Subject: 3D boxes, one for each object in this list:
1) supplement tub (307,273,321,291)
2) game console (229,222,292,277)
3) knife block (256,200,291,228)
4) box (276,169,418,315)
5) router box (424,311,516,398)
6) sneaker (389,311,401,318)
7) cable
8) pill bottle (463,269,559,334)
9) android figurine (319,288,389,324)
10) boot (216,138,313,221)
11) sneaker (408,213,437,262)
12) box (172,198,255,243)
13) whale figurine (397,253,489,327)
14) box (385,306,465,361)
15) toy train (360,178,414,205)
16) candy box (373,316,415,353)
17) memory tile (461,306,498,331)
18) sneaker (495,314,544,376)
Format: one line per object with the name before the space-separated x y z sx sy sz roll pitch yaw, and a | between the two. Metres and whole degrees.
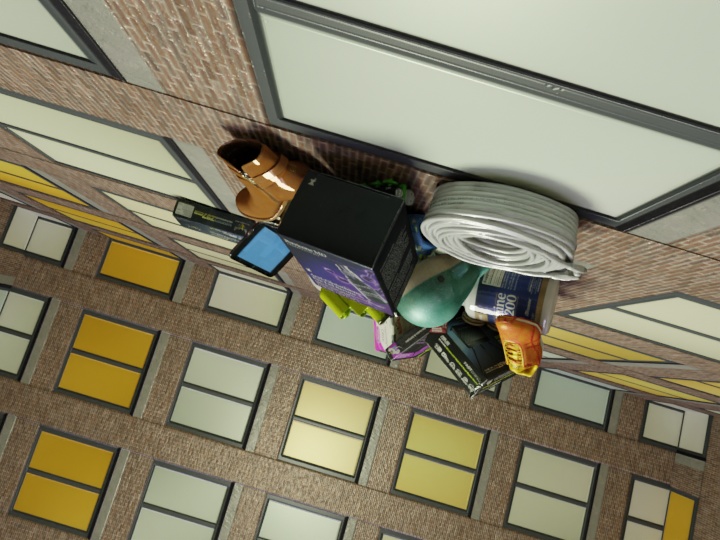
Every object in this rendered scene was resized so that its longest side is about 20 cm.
supplement tub | -0.029 -0.002 1.114 0.143 0.146 0.200 15 170 11
game console | -0.172 -0.044 1.210 0.171 0.120 0.200 13 171 24
knife block | -0.106 -0.101 0.919 0.198 0.065 0.175 10 170 36
box | -0.009 -0.034 0.743 0.147 0.105 0.200 20 164 20
router box | 0.250 0.153 1.047 0.199 0.062 0.150 -13 -128 -39
sneaker | 0.087 0.037 1.122 0.199 0.079 0.090 -25 -157 -19
cable | 0.181 -0.054 0.679 0.199 0.070 0.199 9 167 45
pill bottle | 0.263 0.045 0.978 0.198 0.112 0.111 12 170 25
android figurine | 0.000 0.000 0.977 0.200 0.182 0.041 47 -174 16
boot | -0.158 -0.133 0.775 0.198 0.078 0.155 6 168 37
sneaker | 0.104 -0.040 0.872 0.104 0.077 0.200 9 167 36
box | -0.369 -0.118 1.337 0.198 0.052 0.158 18 172 -8
whale figurine | 0.151 0.029 0.882 0.198 0.104 0.159 -20 163 -26
box | 0.167 0.133 1.151 0.200 0.036 0.142 -43 154 27
toy train | 0.005 -0.106 0.781 0.056 0.042 0.199 11 176 -37
candy box | 0.110 0.102 1.256 0.061 0.138 0.199 9 -160 36
memory tile | 0.289 0.077 1.083 0.152 0.017 0.200 15 -154 9
sneaker | 0.284 0.135 0.912 0.072 0.078 0.200 8 155 37
